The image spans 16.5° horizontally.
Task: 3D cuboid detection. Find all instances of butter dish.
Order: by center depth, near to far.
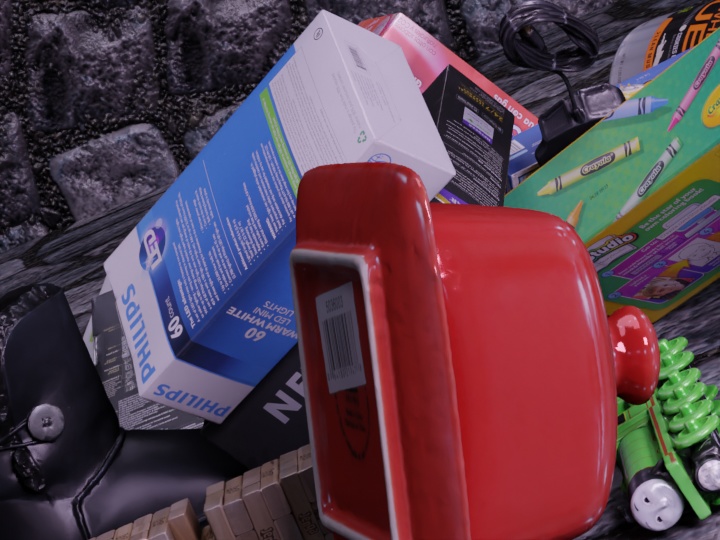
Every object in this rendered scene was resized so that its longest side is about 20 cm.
[{"bbox_3d":[0.059,0.046,1.085,0.147,0.200,0.200,-8,4,-15],"label":"butter dish"}]

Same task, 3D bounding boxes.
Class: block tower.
[{"bbox_3d":[-0.077,0.141,1.233,0.199,0.054,0.058,-23,9,2],"label":"block tower"}]

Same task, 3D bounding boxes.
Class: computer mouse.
[{"bbox_3d":[0.109,-0.098,1.322,0.058,0.034,0.200,-19,-27,8],"label":"computer mouse"}]

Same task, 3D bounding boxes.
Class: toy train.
[{"bbox_3d":[0.138,0.074,1.123,0.056,0.042,0.200,-32,7,8],"label":"toy train"}]

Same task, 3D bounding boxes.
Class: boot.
[{"bbox_3d":[-0.139,0.081,1.386,0.200,0.169,0.076,-25,8,-14],"label":"boot"}]

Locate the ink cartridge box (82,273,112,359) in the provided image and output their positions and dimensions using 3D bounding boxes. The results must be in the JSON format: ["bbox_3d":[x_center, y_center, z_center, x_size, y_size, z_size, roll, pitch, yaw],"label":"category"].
[{"bbox_3d":[-0.130,0.035,1.675,0.104,0.059,0.200,-16,46,45],"label":"ink cartridge box"}]

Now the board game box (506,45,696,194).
[{"bbox_3d":[0.170,-0.050,1.474,0.200,0.136,0.034,-27,39,-19],"label":"board game box"}]

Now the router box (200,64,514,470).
[{"bbox_3d":[0.000,0.000,1.368,0.200,0.052,0.157,-47,15,27],"label":"router box"}]

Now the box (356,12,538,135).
[{"bbox_3d":[0.063,-0.067,1.585,0.095,0.200,0.103,-55,14,-6],"label":"box"}]

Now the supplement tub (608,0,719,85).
[{"bbox_3d":[0.278,-0.135,1.739,0.122,0.123,0.200,-29,10,-35],"label":"supplement tub"}]

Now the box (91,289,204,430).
[{"bbox_3d":[-0.067,0.050,1.529,0.199,0.044,0.161,-22,43,12],"label":"box"}]

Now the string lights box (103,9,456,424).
[{"bbox_3d":[-0.047,-0.026,1.294,0.059,0.103,0.200,21,-56,-37],"label":"string lights box"}]

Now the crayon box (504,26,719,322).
[{"bbox_3d":[0.179,-0.049,1.349,0.119,0.058,0.200,11,-37,-41],"label":"crayon box"}]
